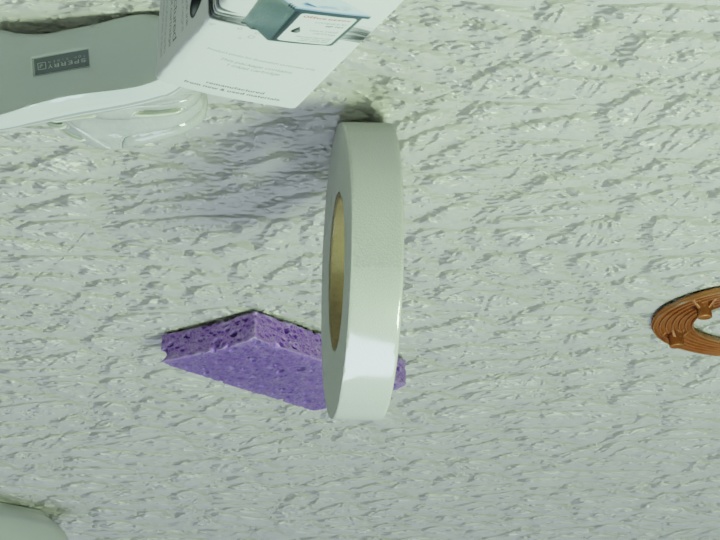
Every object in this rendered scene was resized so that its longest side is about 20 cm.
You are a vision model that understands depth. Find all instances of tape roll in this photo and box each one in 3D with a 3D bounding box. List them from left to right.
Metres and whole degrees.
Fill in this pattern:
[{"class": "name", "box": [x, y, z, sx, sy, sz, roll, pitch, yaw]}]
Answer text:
[{"class": "tape roll", "box": [0.000, 0.000, 1.683, 0.037, 0.204, 0.203, 2, 161, -5]}]

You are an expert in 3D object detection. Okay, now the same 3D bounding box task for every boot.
[{"class": "boot", "box": [-0.195, -0.104, 1.563, 0.199, 0.074, 0.096, -4, 154, 7]}]

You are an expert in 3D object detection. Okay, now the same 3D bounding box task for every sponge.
[{"class": "sponge", "box": [-0.065, 0.080, 2.184, 0.111, 0.030, 0.200, -16, 155, 38]}]

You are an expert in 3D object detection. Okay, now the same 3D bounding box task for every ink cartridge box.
[{"class": "ink cartridge box", "box": [-0.028, -0.186, 1.213, 0.086, 0.147, 0.200, 8, 159, -19]}]

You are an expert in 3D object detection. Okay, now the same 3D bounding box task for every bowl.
[{"class": "bowl", "box": [-0.435, 0.302, 2.767, 0.200, 0.075, 0.199, 14, 156, -39]}]

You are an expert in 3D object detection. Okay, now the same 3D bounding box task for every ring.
[{"class": "ring", "box": [0.346, 0.048, 2.114, 0.200, 0.019, 0.201, -1, 161, 0]}]
